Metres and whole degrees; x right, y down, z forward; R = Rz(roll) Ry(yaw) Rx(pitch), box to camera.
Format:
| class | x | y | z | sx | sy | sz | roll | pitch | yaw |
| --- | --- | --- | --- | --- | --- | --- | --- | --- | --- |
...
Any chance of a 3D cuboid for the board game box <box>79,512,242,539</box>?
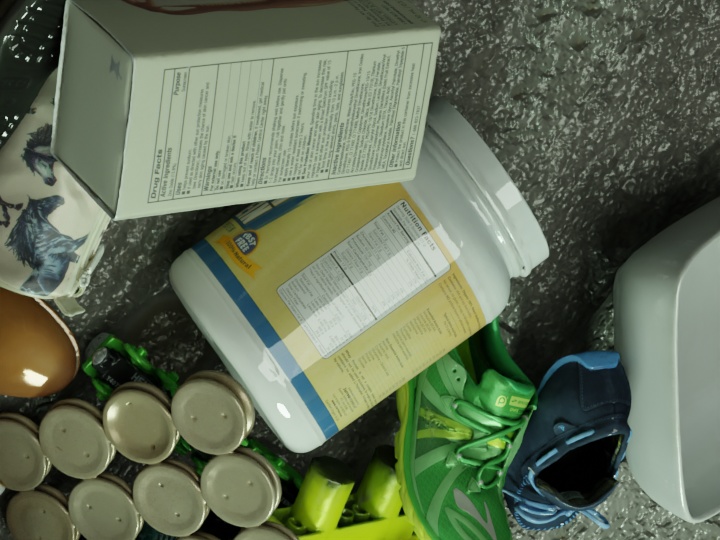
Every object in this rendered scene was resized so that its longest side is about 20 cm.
| class | x | y | z | sx | sy | sz | roll | pitch | yaw |
| --- | --- | --- | --- | --- | --- | --- | --- | --- | --- |
| board game box | -0.136 | 0.251 | 1.691 | 0.135 | 0.028 | 0.201 | 9 | 106 | -25 |

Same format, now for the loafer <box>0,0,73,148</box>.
| class | x | y | z | sx | sy | sz | roll | pitch | yaw |
| --- | --- | --- | --- | --- | --- | --- | --- | --- | --- |
| loafer | -0.200 | -0.144 | 1.457 | 0.200 | 0.071 | 0.073 | -47 | 154 | 21 |

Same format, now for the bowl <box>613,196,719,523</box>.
| class | x | y | z | sx | sy | sz | roll | pitch | yaw |
| --- | --- | --- | --- | --- | --- | --- | --- | --- | --- |
| bowl | 0.233 | 0.045 | 1.699 | 0.199 | 0.074 | 0.201 | -29 | 122 | -43 |

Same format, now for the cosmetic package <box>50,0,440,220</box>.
| class | x | y | z | sx | sy | sz | roll | pitch | yaw |
| --- | --- | --- | --- | --- | --- | --- | --- | --- | --- |
| cosmetic package | -0.065 | -0.101 | 1.457 | 0.199 | 0.087 | 0.104 | -8 | 123 | -33 |

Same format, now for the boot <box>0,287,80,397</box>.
| class | x | y | z | sx | sy | sz | roll | pitch | yaw |
| --- | --- | --- | --- | --- | --- | --- | --- | --- | --- |
| boot | -0.234 | 0.046 | 1.496 | 0.200 | 0.155 | 0.074 | 28 | 99 | -29 |

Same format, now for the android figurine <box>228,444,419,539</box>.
| class | x | y | z | sx | sy | sz | roll | pitch | yaw |
| --- | --- | --- | --- | --- | --- | --- | --- | --- | --- |
| android figurine | -0.033 | 0.204 | 1.666 | 0.182 | 0.041 | 0.201 | -8 | 129 | -48 |

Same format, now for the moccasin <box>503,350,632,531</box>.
| class | x | y | z | sx | sy | sz | roll | pitch | yaw |
| --- | --- | --- | --- | --- | --- | --- | --- | --- | --- |
| moccasin | 0.130 | 0.127 | 1.675 | 0.080 | 0.068 | 0.200 | -9 | 150 | -9 |

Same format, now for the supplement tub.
| class | x | y | z | sx | sy | sz | roll | pitch | yaw |
| --- | --- | --- | --- | --- | --- | --- | --- | --- | --- |
| supplement tub | 0.000 | 0.000 | 1.578 | 0.200 | 0.145 | 0.145 | -36 | 119 | -6 |

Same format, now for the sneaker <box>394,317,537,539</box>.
| class | x | y | z | sx | sy | sz | roll | pitch | yaw |
| --- | --- | --- | --- | --- | --- | --- | --- | --- | --- |
| sneaker | 0.068 | 0.099 | 1.627 | 0.074 | 0.083 | 0.201 | 9 | 67 | -46 |

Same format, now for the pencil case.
| class | x | y | z | sx | sy | sz | roll | pitch | yaw |
| --- | --- | --- | --- | --- | --- | --- | --- | --- | --- |
| pencil case | -0.161 | -0.077 | 1.517 | 0.089 | 0.078 | 0.201 | 28 | 101 | 8 |

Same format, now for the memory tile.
| class | x | y | z | sx | sy | sz | roll | pitch | yaw |
| --- | --- | --- | --- | --- | --- | --- | --- | --- | --- |
| memory tile | -0.134 | 0.141 | 1.576 | 0.199 | 0.017 | 0.154 | -12 | 109 | 30 |

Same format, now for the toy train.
| class | x | y | z | sx | sy | sz | roll | pitch | yaw |
| --- | --- | --- | --- | --- | --- | --- | --- | --- | --- |
| toy train | -0.100 | 0.100 | 1.628 | 0.042 | 0.056 | 0.200 | -47 | 122 | 3 |

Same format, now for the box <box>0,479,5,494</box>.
| class | x | y | z | sx | sy | sz | roll | pitch | yaw |
| --- | --- | --- | --- | --- | --- | --- | --- | --- | --- |
| box | -0.319 | 0.081 | 1.495 | 0.098 | 0.124 | 0.200 | -47 | 120 | 1 |
